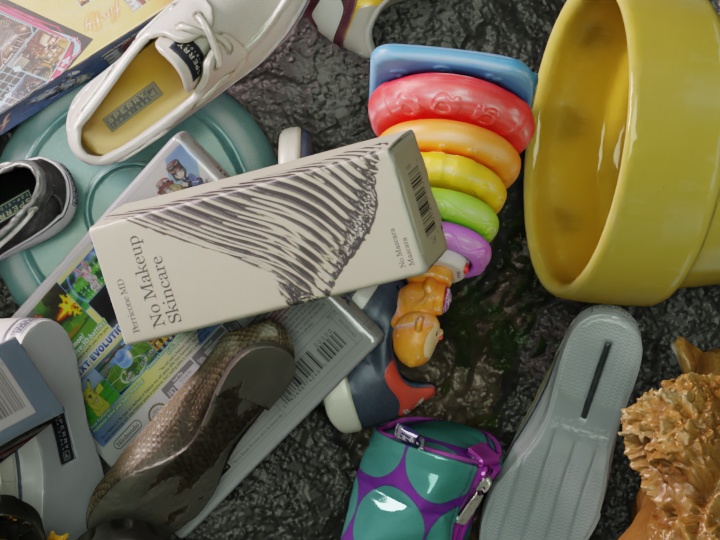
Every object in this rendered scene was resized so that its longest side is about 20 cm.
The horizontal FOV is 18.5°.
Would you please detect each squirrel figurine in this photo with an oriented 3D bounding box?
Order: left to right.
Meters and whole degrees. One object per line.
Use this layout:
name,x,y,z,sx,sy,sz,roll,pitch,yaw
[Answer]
squirrel figurine,0.221,0.130,1.356,0.141,0.200,0.188,16,73,12

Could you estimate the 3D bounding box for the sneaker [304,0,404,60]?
sneaker,0.042,-0.230,1.448,0.090,0.075,0.200,42,96,5

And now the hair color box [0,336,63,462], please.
hair color box,-0.286,0.126,1.366,0.200,0.099,0.061,-36,86,32

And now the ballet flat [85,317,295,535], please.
ballet flat,-0.109,0.102,1.392,0.067,0.047,0.200,21,121,-32

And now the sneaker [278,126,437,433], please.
sneaker,0.000,0.000,1.431,0.084,0.075,0.202,-14,95,2

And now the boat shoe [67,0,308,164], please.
boat shoe,-0.107,-0.138,1.394,0.200,0.070,0.071,-38,103,5

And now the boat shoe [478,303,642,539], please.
boat shoe,0.134,0.112,1.420,0.072,0.062,0.201,23,105,3

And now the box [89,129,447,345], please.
box,-0.055,-0.019,1.328,0.199,0.068,0.083,-15,100,18

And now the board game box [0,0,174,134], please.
board game box,-0.229,-0.176,1.457,0.199,0.035,0.136,-32,77,-1

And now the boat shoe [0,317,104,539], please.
boat shoe,-0.215,0.127,1.423,0.069,0.071,0.202,3,110,37

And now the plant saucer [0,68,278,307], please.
plant saucer,-0.149,-0.039,1.458,0.198,0.027,0.202,0,85,2

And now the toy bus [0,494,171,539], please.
toy bus,-0.201,0.253,1.361,0.199,0.136,0.193,15,126,-24

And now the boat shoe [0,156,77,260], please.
boat shoe,-0.276,-0.011,1.423,0.198,0.068,0.074,-25,82,13

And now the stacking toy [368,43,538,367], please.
stacking toy,0.048,-0.034,1.385,0.109,0.116,0.201,8,68,2

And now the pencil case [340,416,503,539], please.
pencil case,0.028,0.195,1.395,0.092,0.085,0.202,18,97,43

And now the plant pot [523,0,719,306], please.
plant pot,0.220,-0.073,1.379,0.187,0.201,0.202,7,86,-13

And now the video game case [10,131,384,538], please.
video game case,-0.113,0.044,1.411,0.182,0.022,0.200,45,112,1
